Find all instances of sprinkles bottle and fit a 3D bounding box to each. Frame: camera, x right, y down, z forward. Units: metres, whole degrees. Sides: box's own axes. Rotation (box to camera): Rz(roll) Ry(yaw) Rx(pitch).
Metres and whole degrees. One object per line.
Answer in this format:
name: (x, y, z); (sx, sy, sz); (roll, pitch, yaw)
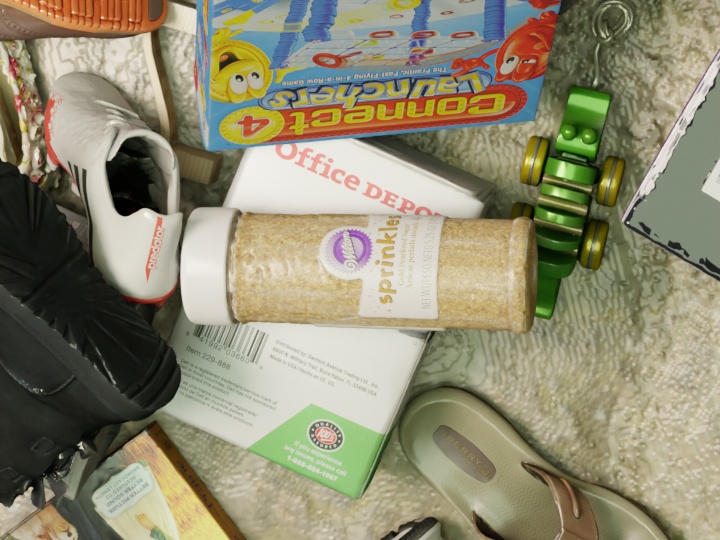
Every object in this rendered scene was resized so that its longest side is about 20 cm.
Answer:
sprinkles bottle: (0.000, 0.000, 1.572); (0.199, 0.068, 0.068); (2, 99, 9)

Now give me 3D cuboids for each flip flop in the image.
flip flop: (0.106, 0.146, 1.669); (0.200, 0.058, 0.081); (40, 103, 2)

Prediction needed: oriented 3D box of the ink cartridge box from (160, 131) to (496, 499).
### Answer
ink cartridge box: (-0.022, 0.013, 1.656); (0.146, 0.084, 0.200); (25, 102, 5)

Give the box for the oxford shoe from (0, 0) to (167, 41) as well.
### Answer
oxford shoe: (-0.214, -0.167, 1.627); (0.199, 0.073, 0.072); (10, 60, -23)

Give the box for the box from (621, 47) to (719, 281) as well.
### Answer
box: (0.232, -0.075, 1.539); (0.104, 0.200, 0.148); (30, 102, 4)

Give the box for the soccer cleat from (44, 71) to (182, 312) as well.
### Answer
soccer cleat: (-0.140, -0.063, 1.621); (0.068, 0.200, 0.085); (5, 131, -22)

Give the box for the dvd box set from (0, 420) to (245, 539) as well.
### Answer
dvd box set: (-0.127, 0.217, 1.735); (0.146, 0.029, 0.200); (-36, 91, 13)

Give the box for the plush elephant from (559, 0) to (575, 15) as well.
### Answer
plush elephant: (0.122, -0.269, 1.562); (0.164, 0.155, 0.200); (26, 146, -34)

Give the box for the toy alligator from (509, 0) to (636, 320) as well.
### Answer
toy alligator: (0.127, -0.065, 1.633); (0.059, 0.054, 0.201); (14, 101, 7)

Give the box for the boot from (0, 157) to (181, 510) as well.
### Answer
boot: (-0.210, 0.039, 1.577); (0.198, 0.073, 0.162); (48, 134, -13)

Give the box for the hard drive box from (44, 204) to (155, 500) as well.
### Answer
hard drive box: (-0.232, 0.026, 1.668); (0.200, 0.077, 0.156); (25, 130, 4)

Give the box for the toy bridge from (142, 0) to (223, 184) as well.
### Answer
toy bridge: (-0.097, -0.151, 1.671); (0.067, 0.027, 0.201); (18, 102, 7)

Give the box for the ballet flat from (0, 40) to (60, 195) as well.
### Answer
ballet flat: (-0.238, -0.131, 1.681); (0.075, 0.064, 0.200); (-23, 94, 13)

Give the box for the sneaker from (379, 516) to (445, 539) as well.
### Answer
sneaker: (-0.002, 0.252, 1.674); (0.200, 0.076, 0.115); (-37, 96, -12)

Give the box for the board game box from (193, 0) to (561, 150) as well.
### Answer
board game box: (0.010, -0.150, 1.525); (0.199, 0.196, 0.056); (-6, 60, -7)
